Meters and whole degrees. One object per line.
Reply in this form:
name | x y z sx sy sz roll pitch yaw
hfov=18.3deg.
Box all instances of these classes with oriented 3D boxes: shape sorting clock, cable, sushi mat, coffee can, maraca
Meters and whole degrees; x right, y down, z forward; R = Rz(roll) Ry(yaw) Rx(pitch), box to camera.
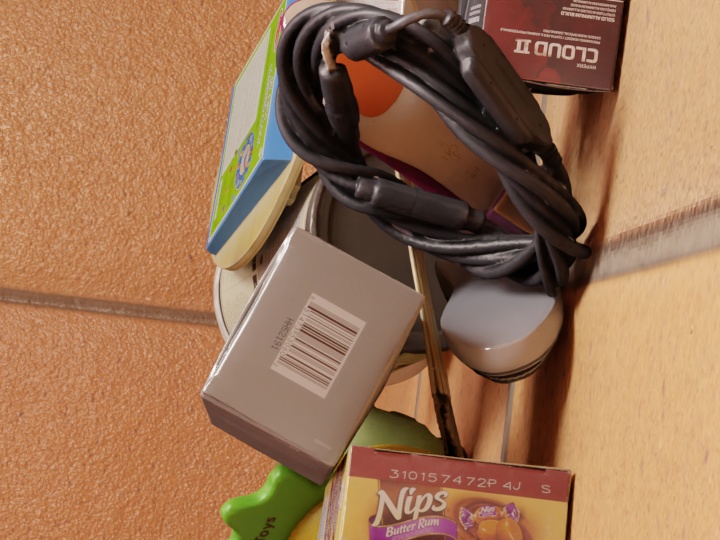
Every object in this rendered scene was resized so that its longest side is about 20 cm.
shape sorting clock | -0.057 -0.095 1.484 0.200 0.039 0.200 -164 90 -76
cable | 0.036 -0.055 1.168 0.163 0.200 0.051 -9 39 47
sushi mat | 0.036 0.008 1.288 0.096 0.012 0.200 78 -177 -59
coffee can | 0.000 0.000 1.492 0.200 0.146 0.147 151 128 -65
maraca | -0.006 0.167 1.387 0.107 0.200 0.137 53 130 46

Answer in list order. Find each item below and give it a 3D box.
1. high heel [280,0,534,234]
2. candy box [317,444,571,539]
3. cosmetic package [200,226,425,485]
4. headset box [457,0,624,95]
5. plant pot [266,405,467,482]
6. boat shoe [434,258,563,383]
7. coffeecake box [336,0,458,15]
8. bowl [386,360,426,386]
high heel | 0.031 -0.080 1.272 0.067 0.200 0.096 -48 6 -5
candy box | 0.040 0.139 1.217 0.200 0.116 0.057 108 169 -76
cosmetic package | -0.028 0.052 1.235 0.107 0.090 0.200 -62 1 -10
headset box | 0.100 -0.178 1.206 0.149 0.077 0.200 -123 41 -85
plant pot | -0.007 0.198 1.587 0.200 0.200 0.190 109 -179 -75
boat shoe | 0.082 0.030 1.267 0.200 0.069 0.057 -98 -11 -74
coffeecake box | 0.049 -0.215 1.539 0.153 0.073 0.200 5 -87 -55
bowl | 0.045 -0.015 1.842 0.200 0.075 0.200 101 175 -62
